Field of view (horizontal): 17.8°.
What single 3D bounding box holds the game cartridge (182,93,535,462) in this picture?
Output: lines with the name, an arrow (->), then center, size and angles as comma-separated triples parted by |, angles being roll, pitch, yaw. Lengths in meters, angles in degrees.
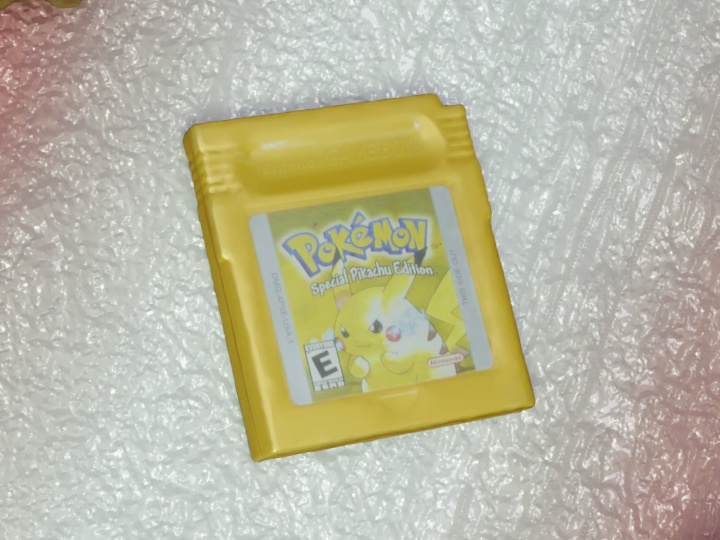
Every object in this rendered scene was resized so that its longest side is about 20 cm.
game cartridge -> 0.000, 0.000, 1.351 | 0.176, 0.032, 0.200 | -10, 81, -21

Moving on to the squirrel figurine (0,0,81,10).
squirrel figurine -> -0.222, -0.241, 1.296 | 0.200, 0.142, 0.187 | -5, 65, -39
